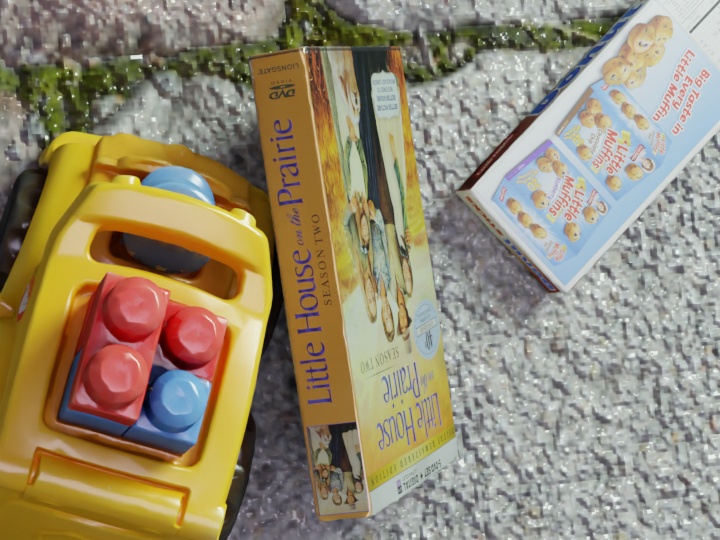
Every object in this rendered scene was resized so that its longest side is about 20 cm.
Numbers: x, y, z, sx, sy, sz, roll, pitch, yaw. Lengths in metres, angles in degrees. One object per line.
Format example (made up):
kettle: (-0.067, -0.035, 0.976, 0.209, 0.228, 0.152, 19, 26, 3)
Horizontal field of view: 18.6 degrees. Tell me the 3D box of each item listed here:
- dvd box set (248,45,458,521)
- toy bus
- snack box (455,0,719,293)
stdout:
dvd box set: (0.000, 0.000, 0.987, 0.029, 0.146, 0.201, -7, 93, 18)
toy bus: (-0.094, 0.023, 0.924, 0.135, 0.192, 0.201, 16, 70, -10)
snack box: (0.140, -0.084, 1.079, 0.200, 0.024, 0.072, -46, 102, -10)
